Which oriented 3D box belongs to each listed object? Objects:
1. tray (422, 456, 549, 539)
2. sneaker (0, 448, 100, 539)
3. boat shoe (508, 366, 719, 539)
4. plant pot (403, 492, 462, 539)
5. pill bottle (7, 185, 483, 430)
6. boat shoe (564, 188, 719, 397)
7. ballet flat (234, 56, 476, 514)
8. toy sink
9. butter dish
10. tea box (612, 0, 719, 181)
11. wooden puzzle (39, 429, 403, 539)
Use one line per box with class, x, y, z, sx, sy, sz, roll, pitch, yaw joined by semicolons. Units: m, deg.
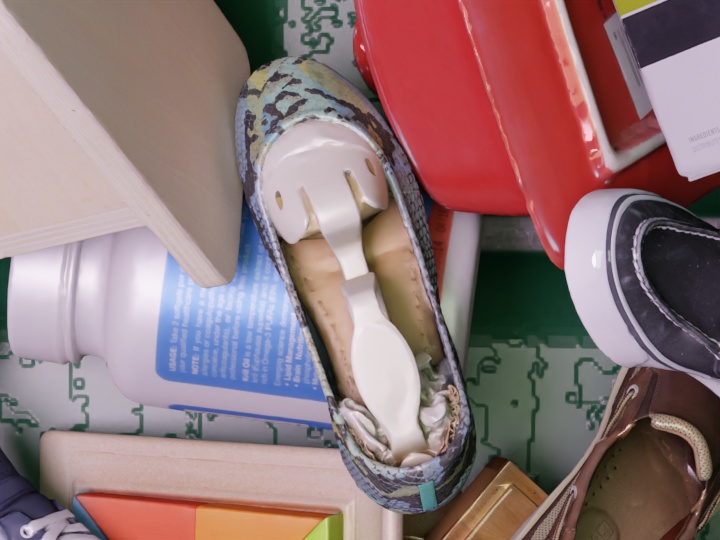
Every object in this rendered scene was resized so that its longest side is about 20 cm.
tray;0.104;0.186;1.245;0.200;0.037;0.099;42;83;-6
sneaker;-0.113;0.139;1.199;0.108;0.070;0.201;-27;87;30
boat shoe;0.135;0.080;1.207;0.075;0.075;0.203;37;68;-5
plant pot;0.013;0.197;1.278;0.199;0.027;0.201;0;93;4
pill bottle;-0.050;0.009;1.232;0.199;0.112;0.113;7;93;3
boat shoe;0.157;0.018;1.140;0.068;0.200;0.072;-7;64;37
ballet flat;0.000;0.000;1.141;0.074;0.074;0.201;-23;81;5
toy sink;-0.138;-0.085;1.127;0.111;0.200;0.131;-13;53;21
butter dish;0.061;-0.107;1.202;0.147;0.200;0.200;-12;102;38
tea box;0.194;-0.164;1.147;0.133;0.200;0.198;-19;91;37
wooden puzzle;-0.069;0.168;1.235;0.199;0.037;0.186;2;93;32
